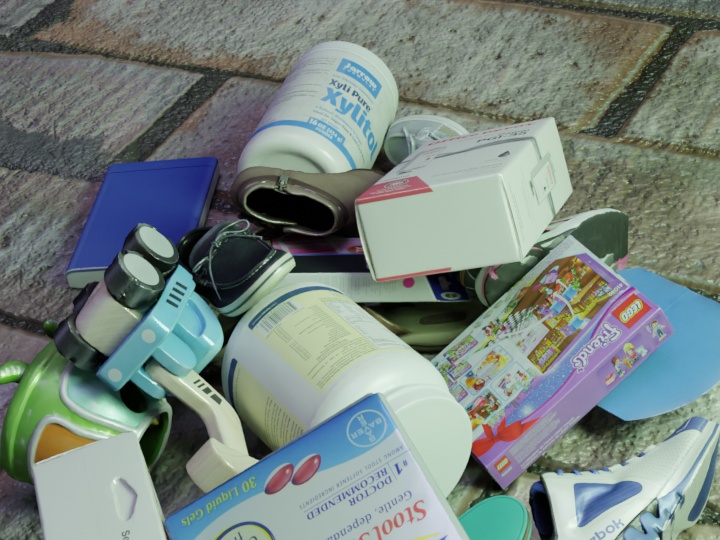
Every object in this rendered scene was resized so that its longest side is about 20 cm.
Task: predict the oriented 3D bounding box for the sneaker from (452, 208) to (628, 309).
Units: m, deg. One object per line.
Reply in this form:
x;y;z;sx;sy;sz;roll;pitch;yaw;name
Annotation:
0.170;-0.022;1.464;0.198;0.081;0.086;-13;26;-36;sneaker

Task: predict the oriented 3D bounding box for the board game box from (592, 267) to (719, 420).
0.242;0.074;1.367;0.158;0.039;0.199;-36;39;-23;board game box

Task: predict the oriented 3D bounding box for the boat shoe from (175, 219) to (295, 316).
-0.117;-0.006;1.360;0.075;0.062;0.200;-42;18;-15;boat shoe

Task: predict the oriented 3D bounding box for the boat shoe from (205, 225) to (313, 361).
-0.109;0.022;1.504;0.062;0.072;0.200;12;43;45;boat shoe

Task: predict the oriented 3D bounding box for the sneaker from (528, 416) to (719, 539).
0.198;0.177;1.205;0.114;0.081;0.199;22;49;27;sneaker

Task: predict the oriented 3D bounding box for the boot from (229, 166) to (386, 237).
-0.028;-0.059;1.492;0.198;0.071;0.146;7;10;-1;boot

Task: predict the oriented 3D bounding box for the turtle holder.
-0.234;0.129;1.368;0.130;0.142;0.185;19;7;15;turtle holder

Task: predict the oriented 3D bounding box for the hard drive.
-0.234;-0.055;1.683;0.130;0.026;0.201;-4;37;10;hard drive

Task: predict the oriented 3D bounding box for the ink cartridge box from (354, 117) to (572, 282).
0.098;-0.067;1.419;0.145;0.084;0.200;-10;16;24;ink cartridge box

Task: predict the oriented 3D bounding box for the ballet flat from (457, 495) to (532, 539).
0.068;0.253;1.155;0.067;0.071;0.200;16;41;27;ballet flat

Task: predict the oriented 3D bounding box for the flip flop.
0.023;0.045;1.454;0.198;0.058;0.081;-6;36;7;flip flop

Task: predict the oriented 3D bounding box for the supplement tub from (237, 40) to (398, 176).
-0.044;-0.143;1.661;0.130;0.133;0.201;3;39;18;supplement tub

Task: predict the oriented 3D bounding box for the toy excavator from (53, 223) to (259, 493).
-0.152;0.081;1.288;0.100;0.199;0.195;-47;11;21;toy excavator

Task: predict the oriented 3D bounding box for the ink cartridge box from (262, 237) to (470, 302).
0.000;0.000;1.448;0.197;0.038;0.095;2;20;-7;ink cartridge box

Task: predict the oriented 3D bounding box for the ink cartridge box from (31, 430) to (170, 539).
-0.168;0.242;1.121;0.083;0.202;0.146;-17;36;-8;ink cartridge box

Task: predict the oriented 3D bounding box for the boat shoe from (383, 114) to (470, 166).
0.096;-0.105;1.625;0.201;0.075;0.065;30;48;33;boat shoe

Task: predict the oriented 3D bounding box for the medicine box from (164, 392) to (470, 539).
-0.009;0.220;1.054;0.181;0.103;0.201;-30;51;-3;medicine box

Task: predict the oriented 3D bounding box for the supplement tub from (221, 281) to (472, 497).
-0.013;0.112;1.299;0.144;0.146;0.200;-28;40;-22;supplement tub

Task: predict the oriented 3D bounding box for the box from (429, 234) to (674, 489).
0.154;0.076;1.334;0.200;0.039;0.137;-42;41;-2;box
